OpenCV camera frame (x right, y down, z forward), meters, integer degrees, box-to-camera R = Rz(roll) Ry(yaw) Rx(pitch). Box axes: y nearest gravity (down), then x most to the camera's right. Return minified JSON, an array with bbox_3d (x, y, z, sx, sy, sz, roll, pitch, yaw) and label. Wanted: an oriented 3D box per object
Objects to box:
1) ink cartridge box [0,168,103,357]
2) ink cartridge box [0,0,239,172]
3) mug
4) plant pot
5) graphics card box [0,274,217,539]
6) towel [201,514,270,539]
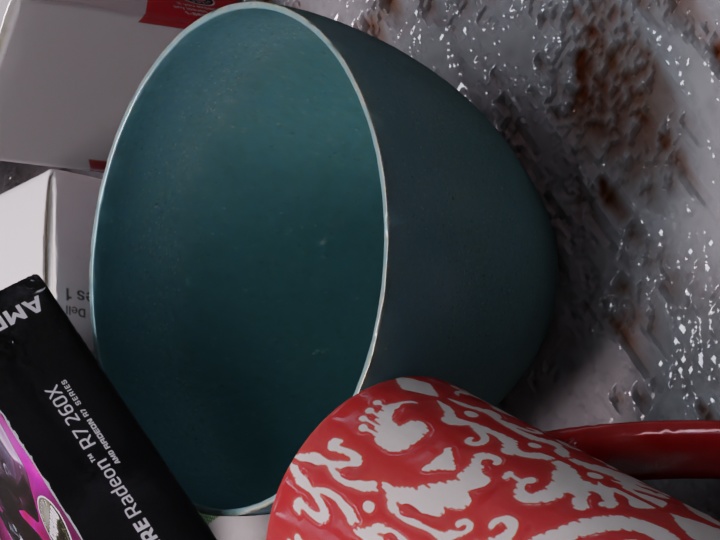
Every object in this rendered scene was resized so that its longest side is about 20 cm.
[{"bbox_3d":[-0.134,0.029,1.368,0.200,0.146,0.085,-22,64,48],"label":"ink cartridge box"},{"bbox_3d":[-0.156,-0.127,1.414,0.200,0.144,0.084,45,120,46],"label":"ink cartridge box"},{"bbox_3d":[0.083,0.122,1.065,0.200,0.177,0.134,29,119,45],"label":"mug"},{"bbox_3d":[0.000,0.000,1.209,0.200,0.134,0.201,-8,79,51],"label":"plant pot"},{"bbox_3d":[-0.099,0.113,1.200,0.200,0.051,0.126,55,160,23],"label":"graphics card box"},{"bbox_3d":[-0.015,0.168,1.302,0.149,0.031,0.201,-39,59,45],"label":"towel"}]
